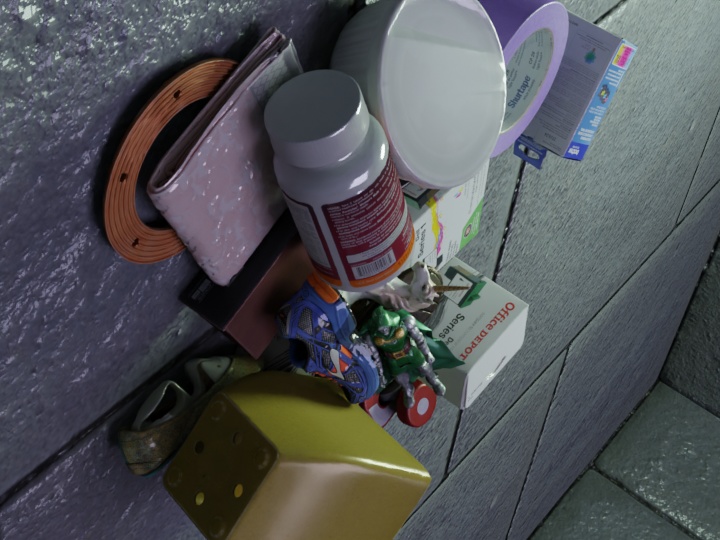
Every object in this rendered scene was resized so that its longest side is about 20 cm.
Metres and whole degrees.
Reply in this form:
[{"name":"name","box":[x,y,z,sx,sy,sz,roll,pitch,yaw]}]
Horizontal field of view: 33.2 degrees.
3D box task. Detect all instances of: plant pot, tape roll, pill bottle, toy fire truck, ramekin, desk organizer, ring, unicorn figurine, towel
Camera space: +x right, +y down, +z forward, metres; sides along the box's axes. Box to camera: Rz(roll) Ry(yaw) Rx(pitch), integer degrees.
[{"name":"plant pot","box":[-0.087,0.220,1.259,0.199,0.195,0.196,27,99,-50]},{"name":"tape roll","box":[0.166,-0.237,1.434,0.200,0.065,0.202,-45,155,-29]},{"name":"pill bottle","box":[-0.019,-0.081,1.124,0.110,0.109,0.201,-47,143,-22]},{"name":"toy fire truck","box":[0.053,0.111,1.689,0.200,0.111,0.169,-47,131,-24]},{"name":"ramekin","box":[0.053,-0.185,1.218,0.200,0.093,0.206,-4,96,-45]},{"name":"desk organizer","box":[-0.086,-0.017,1.241,0.201,0.071,0.077,-53,144,-11]},{"name":"ring","box":[-0.160,-0.098,1.078,0.200,0.019,0.202,-44,153,-29]},{"name":"unicorn figurine","box":[0.000,0.000,1.346,0.198,0.139,0.074,-24,180,-17]},{"name":"towel","box":[-0.105,-0.098,1.128,0.192,0.032,0.201,-53,156,-13]}]

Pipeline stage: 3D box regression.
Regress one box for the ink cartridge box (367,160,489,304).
[{"name":"ink cartridge box","box":[0.065,-0.059,1.498,0.200,0.083,0.146,-42,152,-32]}]

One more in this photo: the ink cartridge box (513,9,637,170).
[{"name":"ink cartridge box","box":[0.257,-0.237,1.598,0.076,0.136,0.202,3,117,-58]}]

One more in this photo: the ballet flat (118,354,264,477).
[{"name":"ballet flat","box":[-0.179,0.134,1.281,0.200,0.070,0.071,-42,153,-35]}]

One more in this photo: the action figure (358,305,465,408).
[{"name":"action figure","box":[0.046,0.094,1.376,0.117,0.055,0.201,-24,146,6]}]

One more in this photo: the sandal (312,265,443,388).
[{"name":"sandal","box":[0.013,0.064,1.426,0.200,0.055,0.082,-46,134,1]}]

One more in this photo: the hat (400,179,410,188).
[{"name":"hat","box":[0.033,-0.143,1.333,0.201,0.080,0.202,-44,152,-30]}]

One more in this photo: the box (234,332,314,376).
[{"name":"box","box":[-0.104,0.121,1.387,0.068,0.082,0.202,-9,126,-58]}]

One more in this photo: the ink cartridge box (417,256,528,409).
[{"name":"ink cartridge box","box":[0.100,0.061,1.569,0.146,0.199,0.085,-44,155,-29]}]

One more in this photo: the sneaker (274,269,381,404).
[{"name":"sneaker","box":[-0.038,0.079,1.269,0.078,0.076,0.201,-31,137,-6]}]
